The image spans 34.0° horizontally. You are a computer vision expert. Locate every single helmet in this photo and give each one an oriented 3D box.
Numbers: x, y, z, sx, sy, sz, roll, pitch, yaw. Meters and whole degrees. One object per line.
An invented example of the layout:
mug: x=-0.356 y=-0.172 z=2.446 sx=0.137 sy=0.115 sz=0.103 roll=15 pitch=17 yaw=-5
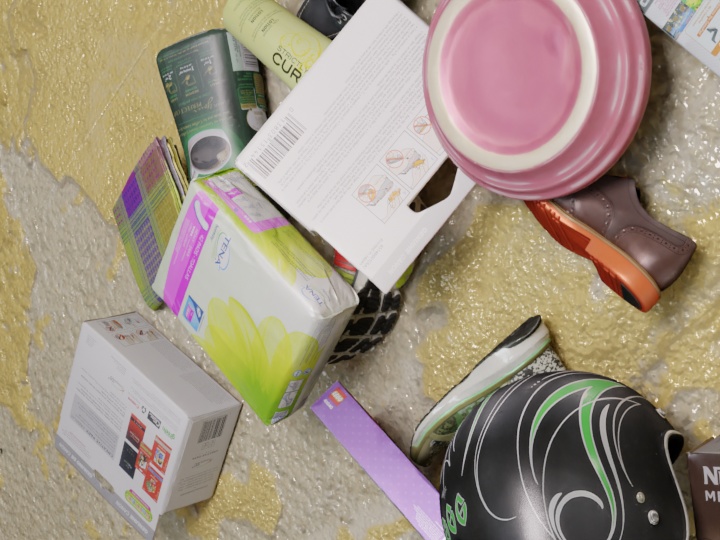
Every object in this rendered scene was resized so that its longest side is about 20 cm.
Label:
helmet: x=0.160 y=0.174 z=0.926 sx=0.199 sy=0.198 sz=0.193 roll=-37 pitch=37 yaw=37

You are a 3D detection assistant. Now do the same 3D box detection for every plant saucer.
plant saucer: x=0.126 y=-0.155 z=0.919 sx=0.198 sy=0.050 sz=0.205 roll=6 pitch=101 yaw=36

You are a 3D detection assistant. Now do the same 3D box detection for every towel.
towel: x=-0.221 y=-0.046 z=1.294 sx=0.200 sy=0.022 sz=0.146 roll=-38 pitch=70 yaw=58

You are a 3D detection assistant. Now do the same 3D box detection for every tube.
tube: x=-0.052 y=-0.198 z=1.096 sx=0.200 sy=0.051 sz=0.059 roll=43 pitch=131 yaw=30

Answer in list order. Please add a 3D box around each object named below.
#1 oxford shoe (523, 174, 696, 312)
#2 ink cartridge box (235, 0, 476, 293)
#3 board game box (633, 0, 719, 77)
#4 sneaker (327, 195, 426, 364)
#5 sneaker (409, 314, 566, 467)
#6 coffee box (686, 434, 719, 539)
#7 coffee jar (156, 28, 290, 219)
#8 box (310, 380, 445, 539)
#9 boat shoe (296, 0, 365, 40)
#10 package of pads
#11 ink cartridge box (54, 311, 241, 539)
oxford shoe: x=0.191 y=-0.052 z=0.970 sx=0.072 sy=0.071 sz=0.200 roll=-42 pitch=58 yaw=0
ink cartridge box: x=0.019 y=-0.111 z=1.019 sx=0.176 sy=0.045 sz=0.201 roll=40 pitch=89 yaw=5
board game box: x=0.275 y=-0.235 z=0.857 sx=0.200 sy=0.064 sz=0.149 roll=49 pitch=125 yaw=25
sneaker: x=0.000 y=0.000 z=1.132 sx=0.085 sy=0.076 sz=0.202 roll=49 pitch=119 yaw=41
sneaker: x=0.117 y=0.132 z=1.049 sx=0.089 sy=0.077 sz=0.200 roll=48 pitch=128 yaw=9
coffee box: x=0.348 y=0.180 z=0.851 sx=0.198 sy=0.079 sz=0.117 roll=-3 pitch=95 yaw=40
coffee jar: x=-0.137 y=-0.137 z=1.201 sx=0.103 sy=0.085 sz=0.204 roll=-13 pitch=88 yaw=27
box: x=0.044 y=0.200 z=1.079 sx=0.039 sy=0.137 sz=0.200 roll=-41 pitch=65 yaw=-6
boat shoe: x=-0.001 y=-0.260 z=1.082 sx=0.197 sy=0.066 sz=0.076 roll=-14 pitch=89 yaw=40
package of pads: x=-0.102 y=0.019 z=1.110 sx=0.200 sy=0.068 sz=0.156 roll=46 pitch=130 yaw=22
ink cartridge box: x=-0.249 y=0.177 z=1.349 sx=0.199 sy=0.083 sz=0.178 roll=36 pitch=118 yaw=31
